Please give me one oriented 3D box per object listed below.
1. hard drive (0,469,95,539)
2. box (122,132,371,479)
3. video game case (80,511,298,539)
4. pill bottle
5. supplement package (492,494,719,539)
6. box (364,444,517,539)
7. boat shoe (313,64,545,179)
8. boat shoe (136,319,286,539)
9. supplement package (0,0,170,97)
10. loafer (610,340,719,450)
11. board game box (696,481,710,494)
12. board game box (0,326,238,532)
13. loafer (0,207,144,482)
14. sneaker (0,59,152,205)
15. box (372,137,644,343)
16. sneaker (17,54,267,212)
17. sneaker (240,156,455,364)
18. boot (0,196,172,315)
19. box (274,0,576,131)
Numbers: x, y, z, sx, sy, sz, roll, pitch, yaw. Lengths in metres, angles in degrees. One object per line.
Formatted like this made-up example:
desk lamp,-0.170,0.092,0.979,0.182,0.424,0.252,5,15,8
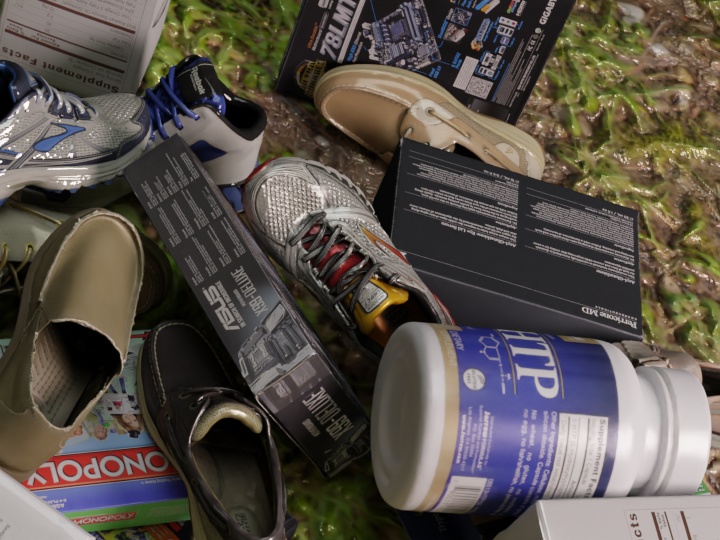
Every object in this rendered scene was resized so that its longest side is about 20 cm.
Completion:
hard drive,-0.270,0.151,1.023,0.199,0.026,0.132,34,83,10
box,-0.071,0.025,1.188,0.050,0.158,0.200,-33,61,0
video game case,-0.168,0.143,1.128,0.200,0.026,0.180,42,46,16
pill bottle,0.116,0.100,1.149,0.199,0.120,0.120,6,47,-16
supplement package,0.185,0.219,1.131,0.199,0.121,0.120,1,60,-22
box,0.108,0.130,1.228,0.199,0.032,0.121,-9,53,-28
boat shoe,0.055,-0.103,1.426,0.199,0.071,0.065,20,43,-7
boat shoe,-0.084,0.103,1.097,0.073,0.065,0.201,-8,52,-27
supplement package,-0.196,-0.244,1.355,0.117,0.201,0.117,19,44,-5
loafer,0.229,0.080,1.285,0.199,0.063,0.072,17,35,-44
board game box,0.156,0.163,1.254,0.199,0.024,0.105,-6,49,-27
board game box,-0.176,0.101,1.125,0.199,0.029,0.135,-3,50,-27
loafer,-0.173,0.041,1.095,0.076,0.067,0.201,41,48,-31
sneaker,-0.215,-0.097,1.176,0.077,0.086,0.199,24,32,35
box,0.107,-0.002,1.349,0.199,0.079,0.142,17,41,-9
sneaker,-0.153,-0.106,1.305,0.198,0.115,0.081,-2,49,-25
sneaker,0.000,0.000,1.217,0.200,0.078,0.082,44,2,-10
boot,-0.232,0.002,1.164,0.199,0.072,0.155,19,20,2
box,0.052,-0.194,1.418,0.197,0.201,0.050,18,44,-5
